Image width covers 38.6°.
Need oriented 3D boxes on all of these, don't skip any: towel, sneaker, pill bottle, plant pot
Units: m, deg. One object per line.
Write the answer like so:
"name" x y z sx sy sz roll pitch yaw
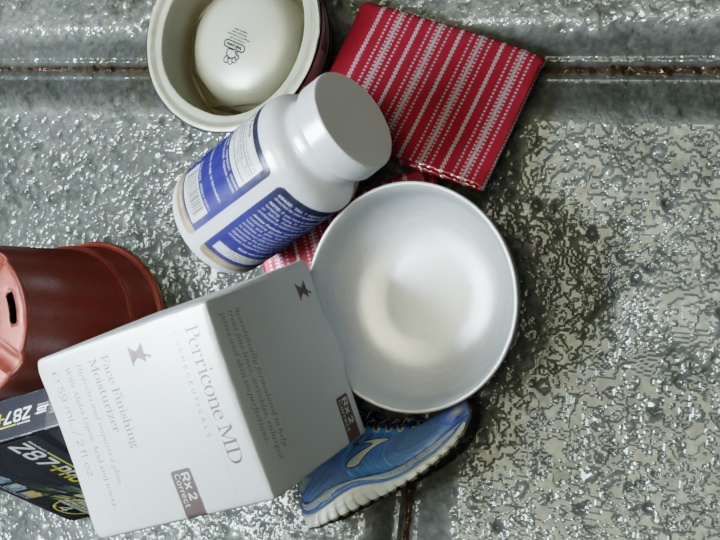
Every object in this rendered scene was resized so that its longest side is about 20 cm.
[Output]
"towel" 0.057 -0.167 0.973 0.198 0.022 0.146 23 79 22
"sneaker" 0.017 0.161 0.945 0.198 0.078 0.090 -30 77 17
"pill bottle" -0.072 -0.088 0.938 0.199 0.115 0.117 -31 73 37
"towel" 0.000 0.000 0.999 0.198 0.022 0.147 -20 79 22
"plant pot" -0.331 0.059 1.037 0.198 0.195 0.204 -3 83 22

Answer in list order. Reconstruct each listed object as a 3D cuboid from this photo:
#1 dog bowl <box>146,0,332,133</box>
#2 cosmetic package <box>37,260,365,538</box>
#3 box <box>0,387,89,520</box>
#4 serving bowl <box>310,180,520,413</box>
"dog bowl" -0.115 -0.232 1.044 0.197 0.074 0.204 -2 84 22
"cosmetic package" -0.134 0.110 0.893 0.198 0.165 0.167 -19 92 30
"box" -0.279 0.181 1.002 0.159 0.200 0.050 -18 54 18
"serving bowl" 0.054 0.024 0.926 0.197 0.066 0.204 0 90 23
